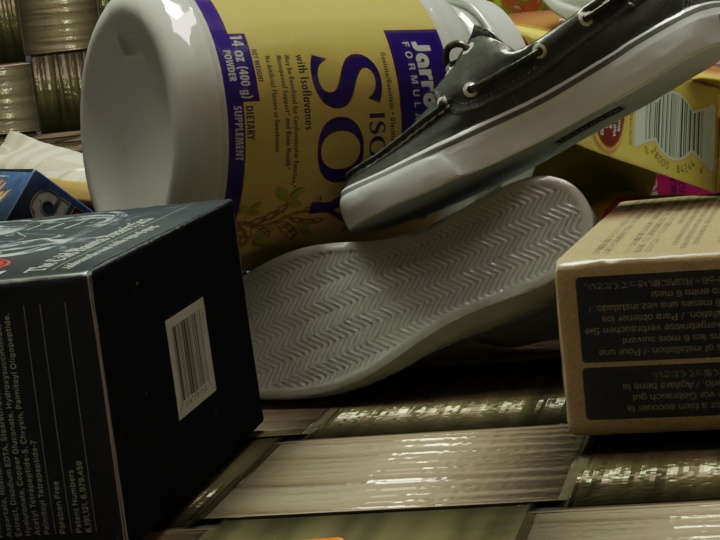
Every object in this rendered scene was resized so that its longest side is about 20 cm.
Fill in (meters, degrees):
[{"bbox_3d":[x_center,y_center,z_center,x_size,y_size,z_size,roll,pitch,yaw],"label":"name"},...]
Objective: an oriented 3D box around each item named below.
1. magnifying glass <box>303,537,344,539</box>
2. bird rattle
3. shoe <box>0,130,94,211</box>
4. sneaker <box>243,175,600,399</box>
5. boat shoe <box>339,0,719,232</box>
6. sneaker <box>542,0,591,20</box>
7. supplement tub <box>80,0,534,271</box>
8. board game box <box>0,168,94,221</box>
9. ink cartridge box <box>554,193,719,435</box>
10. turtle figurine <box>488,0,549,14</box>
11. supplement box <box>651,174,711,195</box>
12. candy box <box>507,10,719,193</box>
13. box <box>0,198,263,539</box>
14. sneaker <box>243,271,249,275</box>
[{"bbox_3d":[-0.103,0.103,0.615,0.199,0.022,0.080,-7,8,8],"label":"magnifying glass"},{"bbox_3d":[0.161,-0.009,1.029,0.200,0.113,0.163,16,33,36],"label":"bird rattle"},{"bbox_3d":[-0.154,-0.047,1.089,0.200,0.053,0.070,10,-23,46],"label":"shoe"},{"bbox_3d":[0.029,0.022,0.936,0.199,0.074,0.116,-18,-17,15],"label":"sneaker"},{"bbox_3d":[0.072,-0.086,0.891,0.200,0.066,0.070,-28,-10,15],"label":"boat shoe"},{"bbox_3d":[0.173,-0.150,0.954,0.200,0.081,0.070,14,24,40],"label":"sneaker"},{"bbox_3d":[-0.026,-0.074,0.979,0.199,0.146,0.145,-6,7,-28],"label":"supplement tub"},{"bbox_3d":[-0.188,-0.008,1.102,0.135,0.035,0.200,38,-19,-33],"label":"board game box"},{"bbox_3d":[0.178,0.011,0.818,0.164,0.075,0.200,-3,8,16],"label":"ink cartridge box"},{"bbox_3d":[0.075,-0.142,1.152,0.200,0.065,0.161,-26,-9,-11],"label":"turtle figurine"},{"bbox_3d":[0.178,-0.062,1.221,0.199,0.102,0.103,-8,9,-1],"label":"supplement box"},{"bbox_3d":[0.160,-0.094,0.996,0.116,0.057,0.200,-10,19,-31],"label":"candy box"},{"bbox_3d":[-0.154,0.041,0.773,0.181,0.104,0.200,-6,8,11],"label":"box"},{"bbox_3d":[0.000,0.000,1.113,0.199,0.075,0.087,-15,-32,13],"label":"sneaker"}]
